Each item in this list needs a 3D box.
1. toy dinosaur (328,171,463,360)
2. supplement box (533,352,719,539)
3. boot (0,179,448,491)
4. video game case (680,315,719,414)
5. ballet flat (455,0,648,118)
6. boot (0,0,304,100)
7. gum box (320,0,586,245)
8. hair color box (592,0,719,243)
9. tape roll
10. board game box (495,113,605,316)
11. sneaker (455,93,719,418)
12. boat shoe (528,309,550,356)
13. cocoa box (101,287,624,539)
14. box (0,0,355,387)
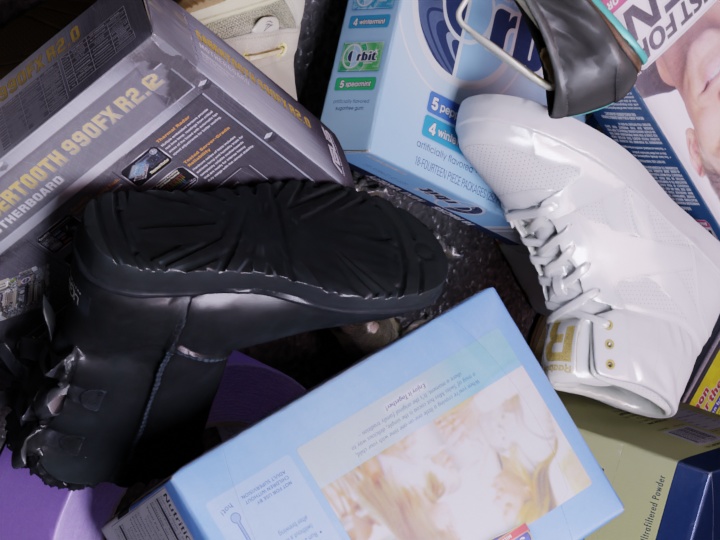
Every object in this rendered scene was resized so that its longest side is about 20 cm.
[{"bbox_3d":[0.000,0.000,1.479,0.088,0.047,0.200,-52,130,-6],"label":"toy dinosaur"},{"bbox_3d":[0.115,0.136,1.489,0.200,0.199,0.135,-2,109,-66],"label":"supplement box"},{"bbox_3d":[-0.072,0.037,1.275,0.197,0.074,0.163,1,137,-25],"label":"boot"},{"bbox_3d":[0.248,0.121,1.772,0.181,0.025,0.201,37,80,-45],"label":"video game case"},{"bbox_3d":[0.066,-0.163,1.360,0.068,0.068,0.200,-36,87,1],"label":"ballet flat"},{"bbox_3d":[-0.101,-0.069,1.338,0.199,0.072,0.156,-26,124,-37],"label":"boot"},{"bbox_3d":[0.065,-0.133,1.454,0.170,0.044,0.201,24,74,-45],"label":"gum box"},{"bbox_3d":[0.176,-0.114,1.465,0.100,0.060,0.200,-44,115,-20],"label":"hair color box"},{"bbox_3d":[-0.104,0.136,1.418,0.199,0.065,0.201,-19,119,-38],"label":"tape roll"},{"bbox_3d":[0.181,-0.065,1.580,0.200,0.105,0.103,-48,132,-19],"label":"board game box"},{"bbox_3d":[0.115,0.000,1.413,0.200,0.074,0.116,36,64,-27],"label":"sneaker"},{"bbox_3d":[0.130,0.115,1.627,0.072,0.067,0.201,1,105,-43],"label":"boat shoe"},{"bbox_3d":[0.000,0.121,1.296,0.199,0.131,0.134,-30,86,-26],"label":"cocoa box"},{"bbox_3d":[-0.127,-0.030,1.273,0.200,0.048,0.158,-38,135,17],"label":"box"}]
